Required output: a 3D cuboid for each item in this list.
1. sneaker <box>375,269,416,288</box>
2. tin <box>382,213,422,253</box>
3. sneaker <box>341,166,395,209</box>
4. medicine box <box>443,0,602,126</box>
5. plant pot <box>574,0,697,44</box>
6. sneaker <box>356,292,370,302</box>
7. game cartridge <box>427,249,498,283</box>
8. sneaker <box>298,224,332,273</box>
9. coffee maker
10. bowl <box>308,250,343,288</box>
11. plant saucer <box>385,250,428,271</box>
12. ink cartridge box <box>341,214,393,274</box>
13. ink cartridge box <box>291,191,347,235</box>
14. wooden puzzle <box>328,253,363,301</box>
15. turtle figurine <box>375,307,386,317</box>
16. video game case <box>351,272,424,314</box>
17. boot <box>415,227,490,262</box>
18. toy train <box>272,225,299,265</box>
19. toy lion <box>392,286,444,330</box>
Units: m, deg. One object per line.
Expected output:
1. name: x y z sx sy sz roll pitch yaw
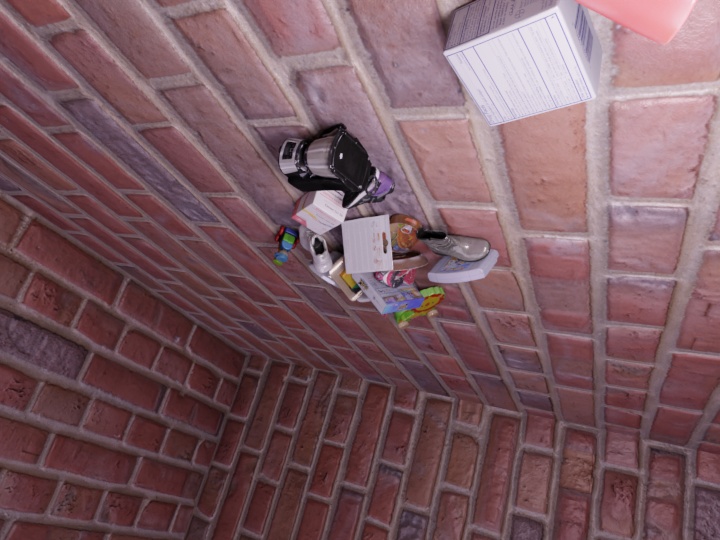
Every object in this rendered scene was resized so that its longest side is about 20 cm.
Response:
1. sneaker: 0.125 0.004 1.728 0.073 0.084 0.197 14 -167 33
2. tin: 0.120 -0.112 1.595 0.108 0.043 0.200 18 158 -10
3. sneaker: 0.021 -0.204 1.424 0.085 0.078 0.198 22 158 -25
4. medicine box: 0.265 -0.355 0.850 0.196 0.106 0.181 -3 149 42
5. plant pot: 0.324 -0.400 0.618 0.173 0.205 0.202 23 159 13
6. sneaker: 0.077 0.084 1.886 0.194 0.075 0.084 -19 134 -8
7. game cartridge: 0.301 -0.011 1.558 0.196 0.132 0.043 -6 113 43
8. sneaker: -0.147 -0.096 1.703 0.202 0.076 0.101 56 161 32
9. coffee maker: -0.083 -0.249 1.292 0.196 0.136 0.194 8 142 41
10. bowl: -0.085 -0.007 1.891 0.196 0.092 0.202 28 168 6
11. plant saucer: 0.118 -0.034 1.655 0.192 0.033 0.200 -7 -169 1
12. ink cartridge box: 0.029 -0.078 1.586 0.196 0.167 0.046 -4 -179 43
13. ink cartridge box: -0.114 -0.185 1.571 0.114 0.069 0.198 29 155 -23
14. wooden puzzle: 0.000 0.000 1.770 0.037 0.184 0.201 45 176 40
15. turtle figurine: 0.098 0.121 2.026 0.149 0.101 0.199 43 -175 23
16. video game case: 0.092 0.058 1.736 0.196 0.046 0.182 -4 -138 -44
17. boot: 0.262 -0.076 1.486 0.194 0.070 0.130 6 169 32
18. toy train: -0.286 -0.070 1.899 0.082 0.119 0.200 23 157 -14
19. toy lion: 0.217 0.129 1.922 0.194 0.070 0.193 -21 154 -5
